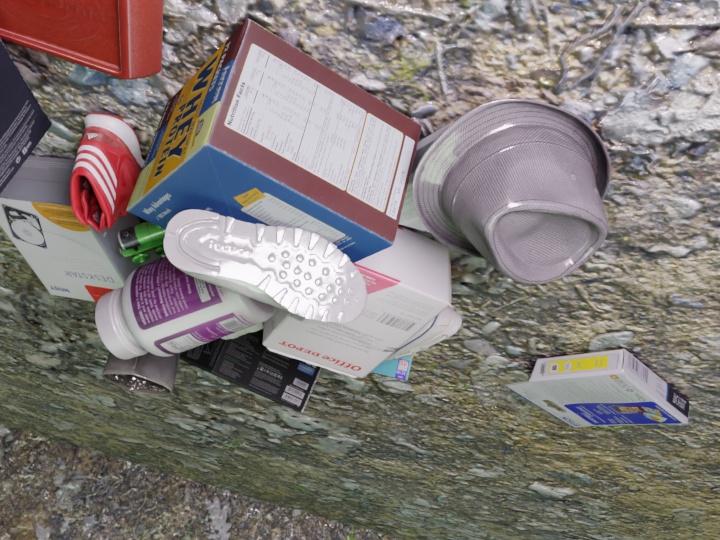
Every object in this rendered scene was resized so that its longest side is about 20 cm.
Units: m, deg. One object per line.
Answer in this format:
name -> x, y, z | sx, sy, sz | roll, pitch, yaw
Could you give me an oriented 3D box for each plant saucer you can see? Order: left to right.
plant saucer -> -0.274, -0.248, 0.791 | 0.198, 0.037, 0.200 | 17, 154, -6

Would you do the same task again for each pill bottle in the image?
pill bottle -> -0.204, 0.034, 1.046 | 0.198, 0.113, 0.112 | -20, 144, 18

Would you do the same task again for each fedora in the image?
fedora -> 0.151, -0.054, 0.818 | 0.177, 0.091, 0.199 | -40, 134, 23

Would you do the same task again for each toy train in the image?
toy train -> -0.187, -0.058, 1.033 | 0.198, 0.042, 0.056 | -20, 165, 0

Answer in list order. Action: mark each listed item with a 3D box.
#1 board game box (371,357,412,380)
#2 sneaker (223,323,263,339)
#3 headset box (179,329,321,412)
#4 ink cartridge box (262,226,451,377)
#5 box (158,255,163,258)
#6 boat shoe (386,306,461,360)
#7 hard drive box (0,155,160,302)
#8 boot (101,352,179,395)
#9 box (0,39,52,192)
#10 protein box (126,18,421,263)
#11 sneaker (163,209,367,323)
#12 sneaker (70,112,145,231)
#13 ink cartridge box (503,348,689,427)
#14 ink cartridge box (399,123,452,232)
board game box -> -0.021, 0.102, 1.299 | 0.198, 0.045, 0.152 | 14, -176, 3
sneaker -> -0.174, 0.050, 1.199 | 0.098, 0.079, 0.200 | -11, 175, 19
headset box -> -0.186, 0.134, 1.424 | 0.173, 0.093, 0.199 | 30, 168, -30
ink cartridge box -> -0.009, 0.031, 1.043 | 0.145, 0.083, 0.200 | 20, 140, -22
box -> -0.167, -0.007, 1.232 | 0.199, 0.039, 0.136 | 31, 152, -30
boat shoe -> 0.055, 0.085, 1.143 | 0.069, 0.071, 0.200 | 26, 145, -22
hard drive box -> -0.366, -0.049, 1.166 | 0.154, 0.077, 0.201 | 7, 143, 21
boot -> -0.327, 0.063, 1.273 | 0.180, 0.202, 0.073 | 16, 155, -5
box -> -0.435, -0.191, 0.869 | 0.199, 0.105, 0.183 | 24, 157, 13
protein box -> -0.086, -0.099, 0.879 | 0.199, 0.136, 0.198 | 27, 153, -25
sneaker -> -0.088, -0.003, 0.852 | 0.198, 0.077, 0.080 | 22, 166, -7
sneaker -> -0.283, -0.081, 1.049 | 0.078, 0.116, 0.200 | 5, 152, 22
ink cartridge box -> 0.351, 0.180, 1.338 | 0.199, 0.047, 0.197 | -10, 147, 45
ink cartridge box -> 0.120, -0.079, 0.936 | 0.198, 0.058, 0.162 | 9, 161, -32
